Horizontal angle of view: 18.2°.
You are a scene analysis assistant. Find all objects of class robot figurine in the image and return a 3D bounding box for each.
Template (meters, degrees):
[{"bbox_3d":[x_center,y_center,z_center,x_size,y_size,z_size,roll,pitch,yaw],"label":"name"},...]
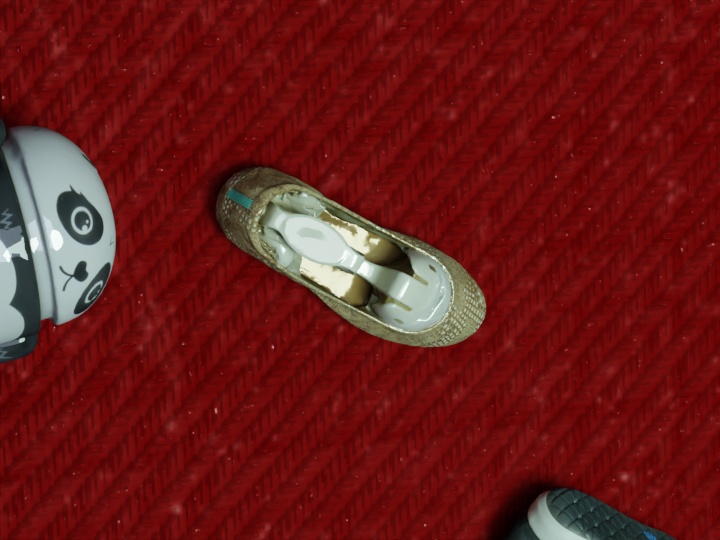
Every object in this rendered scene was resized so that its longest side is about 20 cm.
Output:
[{"bbox_3d":[-0.240,-0.011,1.298,0.199,0.150,0.125,-15,81,-14],"label":"robot figurine"}]

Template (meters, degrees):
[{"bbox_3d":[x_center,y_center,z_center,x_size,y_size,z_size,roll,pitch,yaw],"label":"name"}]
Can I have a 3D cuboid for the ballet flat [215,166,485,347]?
[{"bbox_3d":[0.000,0.000,1.411,0.199,0.065,0.071,24,93,-21],"label":"ballet flat"}]

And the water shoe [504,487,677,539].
[{"bbox_3d":[0.177,0.215,1.522,0.200,0.072,0.079,34,117,-22],"label":"water shoe"}]
